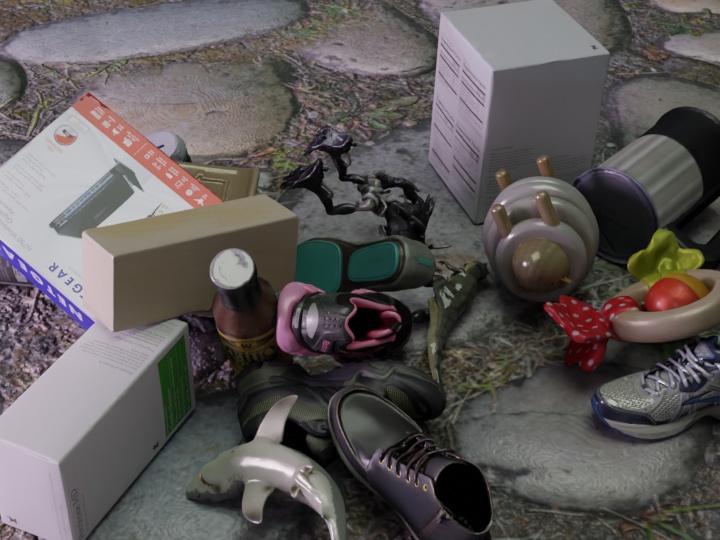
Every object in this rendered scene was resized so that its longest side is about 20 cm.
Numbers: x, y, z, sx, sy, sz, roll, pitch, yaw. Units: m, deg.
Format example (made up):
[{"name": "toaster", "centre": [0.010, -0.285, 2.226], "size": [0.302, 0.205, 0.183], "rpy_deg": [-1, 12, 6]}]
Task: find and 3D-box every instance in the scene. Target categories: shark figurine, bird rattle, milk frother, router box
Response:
[{"name": "shark figurine", "centre": [-0.043, 0.198, 1.046], "size": [0.129, 0.090, 0.214], "rpy_deg": [-51, 46, -8]}, {"name": "bird rattle", "centre": [0.287, 0.030, 1.211], "size": [0.198, 0.114, 0.162], "rpy_deg": [-17, 9, -36]}, {"name": "milk frother", "centre": [0.364, -0.118, 1.375], "size": [0.179, 0.202, 0.187], "rpy_deg": [32, 46, 28]}, {"name": "router box", "centre": [-0.261, -0.054, 1.226], "size": [0.199, 0.049, 0.180], "rpy_deg": [37, 65, 14]}]

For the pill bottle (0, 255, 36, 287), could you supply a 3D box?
[{"name": "pill bottle", "centre": [-0.408, -0.047, 1.312], "size": [0.197, 0.117, 0.117], "rpy_deg": [6, 37, 4]}]

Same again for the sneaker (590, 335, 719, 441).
[{"name": "sneaker", "centre": [0.315, 0.101, 1.177], "size": [0.197, 0.086, 0.077], "rpy_deg": [-7, 38, -11]}]

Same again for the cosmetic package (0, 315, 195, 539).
[{"name": "cosmetic package", "centre": [-0.234, 0.132, 1.092], "size": [0.084, 0.109, 0.201], "rpy_deg": [15, 40, 19]}]

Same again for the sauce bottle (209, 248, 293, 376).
[{"name": "sauce bottle", "centre": [-0.103, 0.045, 1.135], "size": [0.064, 0.201, 0.066], "rpy_deg": [-3, 62, 5]}]

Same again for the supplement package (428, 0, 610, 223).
[{"name": "supplement package", "centre": [0.181, -0.190, 1.457], "size": [0.150, 0.202, 0.151], "rpy_deg": [-11, 39, -17]}]

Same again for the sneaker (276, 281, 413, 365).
[{"name": "sneaker", "centre": [0.007, 0.053, 1.160], "size": [0.094, 0.080, 0.199], "rpy_deg": [-1, -3, 32]}]

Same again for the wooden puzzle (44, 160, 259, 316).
[{"name": "wooden puzzle", "centre": [-0.212, -0.034, 1.287], "size": [0.197, 0.047, 0.187], "rpy_deg": [4, 55, 8]}]

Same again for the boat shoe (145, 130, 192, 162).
[{"name": "boat shoe", "centre": [-0.285, -0.095, 1.424], "size": [0.197, 0.071, 0.073], "rpy_deg": [-15, 49, 11]}]

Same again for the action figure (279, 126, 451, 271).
[{"name": "action figure", "centre": [0.008, -0.066, 1.357], "size": [0.101, 0.200, 0.120], "rpy_deg": [-10, 46, 52]}]

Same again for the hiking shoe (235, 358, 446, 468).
[{"name": "hiking shoe", "centre": [-0.018, 0.141, 1.136], "size": [0.197, 0.076, 0.102], "rpy_deg": [0, 54, 0]}]

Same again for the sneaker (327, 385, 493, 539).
[{"name": "sneaker", "centre": [0.047, 0.156, 1.030], "size": [0.074, 0.107, 0.200], "rpy_deg": [-32, 64, -22]}]

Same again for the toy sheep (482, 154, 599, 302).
[{"name": "toy sheep", "centre": [0.192, -0.041, 1.322], "size": [0.136, 0.140, 0.201], "rpy_deg": [9, 31, 10]}]

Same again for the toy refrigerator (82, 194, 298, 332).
[{"name": "toy refrigerator", "centre": [-0.158, -0.011, 1.154], "size": [0.198, 0.077, 0.070], "rpy_deg": [-15, 32, -35]}]

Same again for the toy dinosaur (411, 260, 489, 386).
[{"name": "toy dinosaur", "centre": [0.075, 0.034, 1.291], "size": [0.087, 0.048, 0.201], "rpy_deg": [19, 43, 10]}]

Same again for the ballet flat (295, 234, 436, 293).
[{"name": "ballet flat", "centre": [0.000, 0.000, 1.290], "size": [0.063, 0.069, 0.199], "rpy_deg": [11, -8, -40]}]
